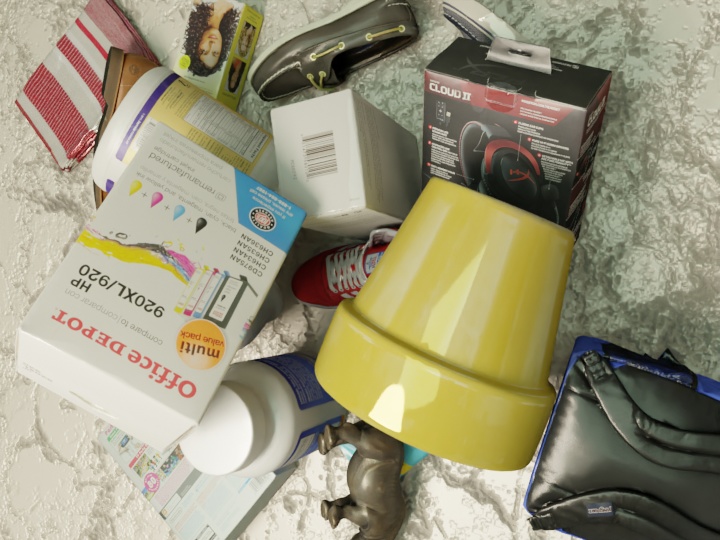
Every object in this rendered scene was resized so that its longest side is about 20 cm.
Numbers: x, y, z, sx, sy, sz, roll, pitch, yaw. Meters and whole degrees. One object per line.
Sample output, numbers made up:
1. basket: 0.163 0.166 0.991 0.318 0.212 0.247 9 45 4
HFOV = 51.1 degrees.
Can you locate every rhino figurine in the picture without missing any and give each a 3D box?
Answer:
1. rhino figurine: 0.006 0.240 0.773 0.086 0.060 0.203 -6 106 -17

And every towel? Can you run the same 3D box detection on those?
1. towel: -0.361 -0.246 0.980 0.200 0.023 0.144 -44 73 15

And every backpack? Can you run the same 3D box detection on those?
1. backpack: 0.260 0.152 0.641 0.198 0.168 0.165 18 103 16

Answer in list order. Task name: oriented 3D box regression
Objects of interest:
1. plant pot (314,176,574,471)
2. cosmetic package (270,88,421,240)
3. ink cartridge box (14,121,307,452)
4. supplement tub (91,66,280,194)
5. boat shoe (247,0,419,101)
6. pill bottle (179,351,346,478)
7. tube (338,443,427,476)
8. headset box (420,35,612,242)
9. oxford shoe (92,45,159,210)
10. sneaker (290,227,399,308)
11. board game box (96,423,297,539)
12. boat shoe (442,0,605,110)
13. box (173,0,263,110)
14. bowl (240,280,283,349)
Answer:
1. plant pot: 0.084 0.033 0.632 0.199 0.200 0.191 24 97 20
2. cosmetic package: -0.002 -0.093 0.736 0.084 0.200 0.109 -10 83 19
3. ink cartridge box: -0.163 0.020 0.621 0.146 0.145 0.202 31 61 -11
4. supplement tub: -0.163 -0.103 0.800 0.199 0.146 0.146 32 101 -10
5. boat shoe: -0.032 -0.234 0.820 0.199 0.072 0.061 -26 75 16
6. pill bottle: -0.097 0.145 0.767 0.111 0.200 0.114 -1 88 21
7. tube: 0.064 0.159 0.789 0.199 0.050 0.078 -40 73 23
8. headset box: 0.135 -0.111 0.687 0.147 0.075 0.202 20 137 24
9. oxford shoe: -0.291 -0.166 0.929 0.071 0.070 0.202 50 126 56
10. sneaker: 0.000 0.000 0.778 0.197 0.112 0.072 -11 86 21
11. board game box: -0.192 0.211 0.877 0.200 0.064 0.148 44 103 16
12. boat shoe: 0.138 -0.188 0.750 0.200 0.074 0.093 45 109 16
13. box: -0.183 -0.219 0.893 0.074 0.050 0.203 19 96 21
14. bowl: -0.189 0.034 0.799 0.198 0.202 0.091 11 58 22
